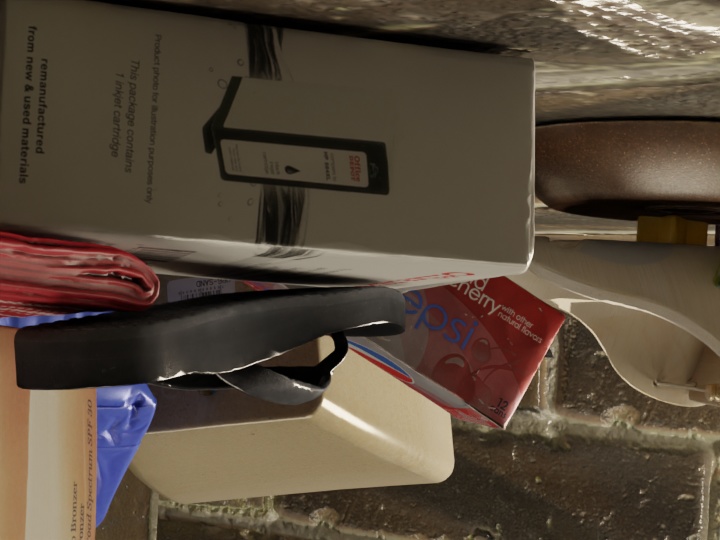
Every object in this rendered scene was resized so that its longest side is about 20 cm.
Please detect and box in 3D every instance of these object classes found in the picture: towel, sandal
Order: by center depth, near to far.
[{"bbox_3d":[-0.185,0.002,0.567,0.200,0.023,0.144,-4,171,39],"label":"towel"},{"bbox_3d":[-0.053,0.033,0.616,0.076,0.043,0.200,-3,-177,35],"label":"sandal"}]

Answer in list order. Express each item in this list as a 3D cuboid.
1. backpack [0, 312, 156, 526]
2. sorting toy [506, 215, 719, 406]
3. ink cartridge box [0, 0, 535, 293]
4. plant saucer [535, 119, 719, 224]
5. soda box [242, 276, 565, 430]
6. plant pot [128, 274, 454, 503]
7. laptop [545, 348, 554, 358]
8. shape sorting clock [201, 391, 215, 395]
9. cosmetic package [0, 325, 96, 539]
[{"bbox_3d":[-0.215,0.032,0.889,0.162,0.168,0.200,11,-155,-45],"label":"backpack"},{"bbox_3d":[0.154,0.014,0.859,0.179,0.107,0.200,12,178,-12],"label":"sorting toy"},{"bbox_3d":[-0.052,-0.042,0.628,0.199,0.085,0.146,4,175,-22],"label":"ink cartridge box"},{"bbox_3d":[0.169,-0.047,0.844,0.200,0.037,0.200,4,177,0],"label":"plant saucer"},{"bbox_3d":[0.000,0.000,0.822,0.200,0.070,0.063,33,169,-16],"label":"soda box"},{"bbox_3d":[-0.065,0.033,1.005,0.199,0.201,0.177,-7,169,15],"label":"plant pot"},{"bbox_3d":[0.031,0.000,1.179,0.199,0.116,0.187,2,177,15],"label":"laptop"},{"bbox_3d":[-0.100,0.035,1.183,0.200,0.201,0.039,1,-174,45],"label":"shape sorting clock"},{"bbox_3d":[-0.177,0.066,0.593,0.087,0.104,0.200,-2,174,17],"label":"cosmetic package"}]
